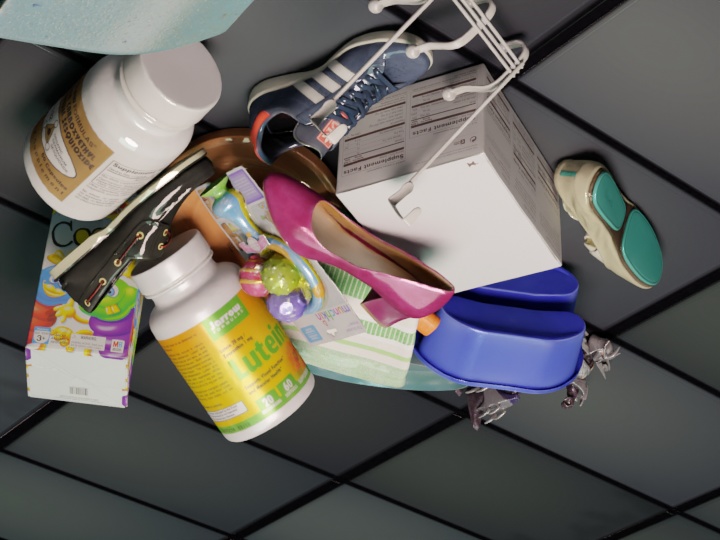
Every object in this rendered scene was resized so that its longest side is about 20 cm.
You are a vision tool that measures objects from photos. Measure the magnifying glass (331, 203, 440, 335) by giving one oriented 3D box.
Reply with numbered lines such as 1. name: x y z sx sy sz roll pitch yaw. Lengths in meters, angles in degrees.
1. magnifying glass: 0.000 0.000 1.666 0.200 0.022 0.080 39 121 -17

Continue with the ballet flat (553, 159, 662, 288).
1. ballet flat: 0.252 -0.049 1.696 0.069 0.070 0.200 -14 140 23

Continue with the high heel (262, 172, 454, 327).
1. high heel: -0.002 -0.028 1.539 0.096 0.067 0.200 -26 109 44

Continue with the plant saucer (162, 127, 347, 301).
1. plant saucer: -0.113 -0.050 1.674 0.199 0.032 0.201 4 125 5

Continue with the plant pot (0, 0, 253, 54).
1. plant pot: -0.165 -0.284 1.272 0.199 0.197 0.196 13 145 -33

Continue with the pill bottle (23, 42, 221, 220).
1. pill bottle: -0.221 -0.139 1.540 0.114 0.115 0.200 25 139 -30

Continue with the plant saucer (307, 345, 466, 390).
1. plant saucer: 0.024 0.104 1.845 0.199 0.028 0.200 6 168 1

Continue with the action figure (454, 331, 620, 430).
1. action figure: 0.212 0.119 1.930 0.199 0.070 0.130 -18 131 21

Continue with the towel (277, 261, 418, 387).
1. towel: -0.015 0.043 1.678 0.152 0.023 0.201 14 140 3

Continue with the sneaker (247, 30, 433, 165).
1. sneaker: -0.019 -0.153 1.533 0.199 0.085 0.075 -22 139 30

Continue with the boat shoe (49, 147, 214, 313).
1. boat shoe: -0.212 -0.040 1.597 0.201 0.074 0.063 -41 94 13

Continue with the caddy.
1. caddy: 0.150 0.061 1.775 0.199 0.142 0.105 8 131 -8

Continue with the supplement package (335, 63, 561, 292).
1. supplement package: 0.089 -0.081 1.607 0.155 0.111 0.200 -14 142 23

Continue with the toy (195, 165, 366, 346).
1. toy: -0.091 -0.002 1.601 0.201 0.047 0.115 56 151 -9

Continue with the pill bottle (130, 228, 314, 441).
1. pill bottle: -0.143 0.063 1.660 0.111 0.111 0.201 -24 107 33

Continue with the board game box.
1. board game box: -0.278 0.025 1.705 0.104 0.201 0.103 7 145 -5

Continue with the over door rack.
1. over door rack: 0.047 -0.165 1.449 0.066 0.200 0.148 29 170 45
